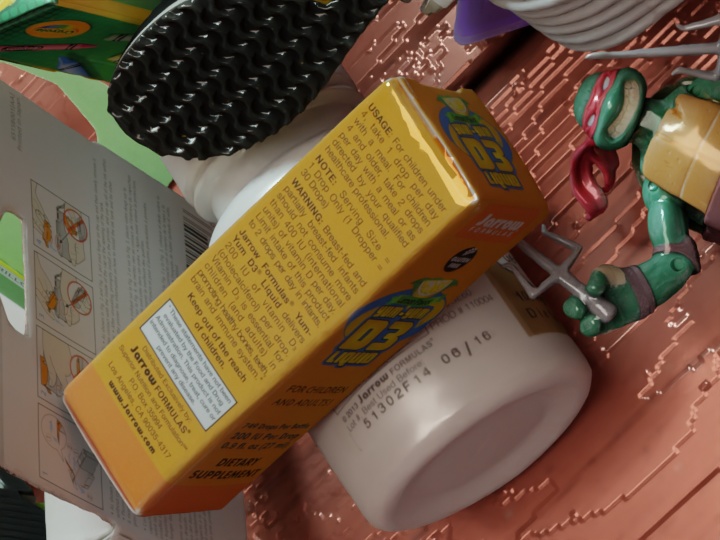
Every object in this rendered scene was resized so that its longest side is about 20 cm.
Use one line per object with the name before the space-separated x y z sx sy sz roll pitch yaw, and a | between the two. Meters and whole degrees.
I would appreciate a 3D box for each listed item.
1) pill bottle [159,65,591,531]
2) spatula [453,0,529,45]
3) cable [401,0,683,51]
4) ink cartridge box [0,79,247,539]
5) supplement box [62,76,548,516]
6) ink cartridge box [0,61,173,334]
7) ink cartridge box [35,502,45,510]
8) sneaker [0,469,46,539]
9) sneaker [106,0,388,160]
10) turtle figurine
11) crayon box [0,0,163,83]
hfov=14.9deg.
pill bottle | 0.000 0.000 1.177 0.114 0.114 0.200 -42 68 19
spatula | 0.129 -0.133 1.169 0.199 0.021 0.057 -4 64 25
cable | 0.119 -0.181 1.097 0.200 0.069 0.201 -18 40 52
ink cartridge box | -0.120 0.033 1.171 0.043 0.173 0.201 -28 50 28
supplement box | -0.023 0.013 1.085 0.200 0.066 0.069 -45 67 22
ink cartridge box | -0.192 -0.013 1.284 0.145 0.048 0.200 35 107 -10
ink cartridge box | -0.127 0.228 1.249 0.147 0.076 0.201 33 100 27
sneaker | -0.169 0.138 1.198 0.200 0.074 0.089 44 106 41
sneaker | -0.024 -0.126 1.131 0.070 0.090 0.200 39 119 -15
turtle figurine | 0.150 -0.041 1.107 0.199 0.101 0.150 23 115 12
crayon box | -0.107 -0.147 1.199 0.058 0.200 0.120 -20 76 28
